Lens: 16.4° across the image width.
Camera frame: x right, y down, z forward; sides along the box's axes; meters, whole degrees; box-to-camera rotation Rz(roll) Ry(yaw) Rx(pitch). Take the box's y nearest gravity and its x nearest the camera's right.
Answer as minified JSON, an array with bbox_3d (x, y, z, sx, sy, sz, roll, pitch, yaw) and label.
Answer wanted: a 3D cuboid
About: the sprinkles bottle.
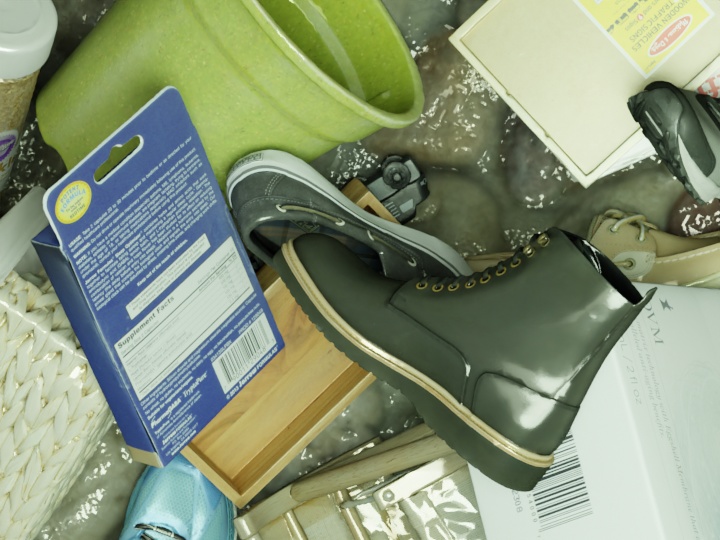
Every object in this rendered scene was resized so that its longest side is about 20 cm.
[{"bbox_3d":[-0.243,-0.098,1.568,0.068,0.068,0.200,31,138,4],"label":"sprinkles bottle"}]

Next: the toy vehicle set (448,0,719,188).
[{"bbox_3d":[0.166,-0.161,1.494,0.200,0.027,0.124,-42,90,9],"label":"toy vehicle set"}]

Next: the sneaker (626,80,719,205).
[{"bbox_3d":[0.222,-0.078,1.471,0.079,0.200,0.074,-41,60,18],"label":"sneaker"}]

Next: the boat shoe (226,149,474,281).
[{"bbox_3d":[0.000,0.000,1.513,0.070,0.066,0.200,-35,128,25],"label":"boat shoe"}]

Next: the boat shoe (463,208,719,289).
[{"bbox_3d":[0.162,-0.005,1.574,0.199,0.072,0.065,-14,94,14],"label":"boat shoe"}]

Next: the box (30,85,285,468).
[{"bbox_3d":[-0.121,0.001,1.469,0.032,0.121,0.201,13,136,40],"label":"box"}]

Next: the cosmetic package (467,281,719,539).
[{"bbox_3d":[0.173,0.120,1.480,0.123,0.200,0.200,-24,73,34],"label":"cosmetic package"}]

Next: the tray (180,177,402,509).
[{"bbox_3d":[-0.040,0.046,1.590,0.200,0.037,0.099,-44,115,0],"label":"tray"}]

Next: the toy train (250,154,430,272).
[{"bbox_3d":[-0.042,-0.009,1.621,0.200,0.034,0.046,-31,103,9],"label":"toy train"}]

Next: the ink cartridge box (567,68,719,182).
[{"bbox_3d":[0.159,-0.172,1.550,0.144,0.084,0.201,-24,91,9],"label":"ink cartridge box"}]

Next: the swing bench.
[{"bbox_3d":[0.059,0.198,1.572,0.199,0.130,0.200,-24,92,31],"label":"swing bench"}]

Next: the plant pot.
[{"bbox_3d":[-0.094,-0.117,1.550,0.184,0.200,0.201,-38,89,20],"label":"plant pot"}]

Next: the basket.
[{"bbox_3d":[-0.216,0.072,1.573,0.123,0.136,0.200,33,121,1],"label":"basket"}]

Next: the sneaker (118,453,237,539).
[{"bbox_3d":[-0.135,0.213,1.622,0.078,0.090,0.201,16,92,6],"label":"sneaker"}]

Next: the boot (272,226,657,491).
[{"bbox_3d":[0.060,0.008,1.406,0.200,0.077,0.139,39,107,15],"label":"boot"}]
